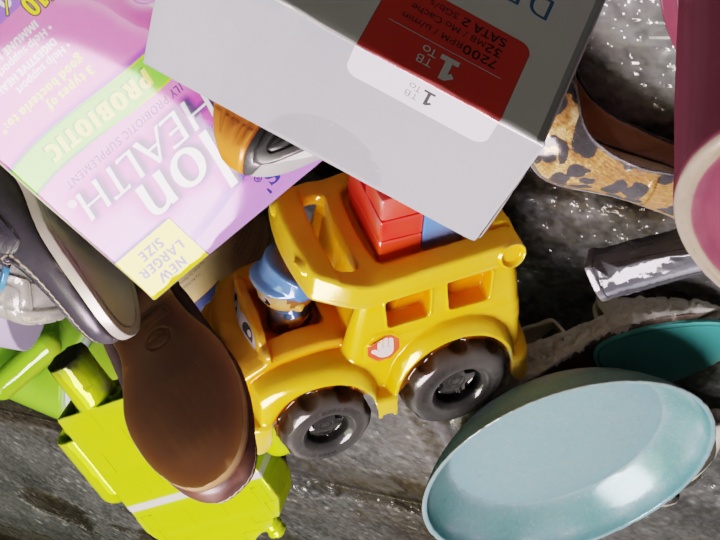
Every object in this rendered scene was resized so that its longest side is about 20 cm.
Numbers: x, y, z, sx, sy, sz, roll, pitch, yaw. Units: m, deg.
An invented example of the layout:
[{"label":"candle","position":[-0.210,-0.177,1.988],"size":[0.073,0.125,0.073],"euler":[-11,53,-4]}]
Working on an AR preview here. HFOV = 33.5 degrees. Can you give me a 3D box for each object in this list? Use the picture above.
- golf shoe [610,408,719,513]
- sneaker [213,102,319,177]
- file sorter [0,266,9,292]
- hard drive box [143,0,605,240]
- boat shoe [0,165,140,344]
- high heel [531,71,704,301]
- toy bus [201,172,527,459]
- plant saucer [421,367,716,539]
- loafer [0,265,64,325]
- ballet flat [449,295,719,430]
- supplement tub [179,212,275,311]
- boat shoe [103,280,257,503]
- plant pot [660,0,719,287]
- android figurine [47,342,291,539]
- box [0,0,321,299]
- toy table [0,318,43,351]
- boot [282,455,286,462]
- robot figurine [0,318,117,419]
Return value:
[{"label":"golf shoe","position":[0.168,0.086,0.863],"size":[0.199,0.077,0.088],"euler":[31,124,-5]},{"label":"sneaker","position":[0.006,-0.095,0.575],"size":[0.076,0.200,0.092],"euler":[38,149,15]},{"label":"file sorter","position":[-0.328,-0.053,0.743],"size":[0.199,0.124,0.138],"euler":[3,-175,-39]},{"label":"hard drive box","position":[0.026,-0.138,0.501],"size":[0.155,0.201,0.077],"euler":[27,149,-3]},{"label":"boat shoe","position":[-0.201,-0.034,0.681],"size":[0.063,0.073,0.200],"euler":[-36,91,13]},{"label":"high heel","position":[0.162,-0.079,0.638],"size":[0.142,0.072,0.200],"euler":[-17,121,25]},{"label":"toy bus","position":[0.000,0.000,0.721],"size":[0.199,0.136,0.193],"euler":[-16,141,-12]},{"label":"plant saucer","position":[0.133,0.122,0.789],"size":[0.199,0.036,0.201],"euler":[-10,139,-8]},{"label":"loafer","position":[-0.218,-0.006,0.930],"size":[0.070,0.070,0.200],"euler":[18,-169,13]},{"label":"ballet flat","position":[0.147,0.051,0.795],"size":[0.199,0.072,0.072],"euler":[-21,132,11]},{"label":"supplement tub","position":[-0.143,-0.019,0.848],"size":[0.144,0.145,0.200],"euler":[-3,138,38]},{"label":"boat shoe","position":[-0.106,0.061,0.702],"size":[0.200,0.070,0.070],"euler":[57,177,42]},{"label":"plant pot","position":[0.208,-0.080,0.474],"size":[0.199,0.180,0.200],"euler":[18,148,12]},{"label":"android figurine","position":[-0.126,0.125,0.840],"size":[0.181,0.041,0.200],"euler":[-21,117,28]},{"label":"box","position":[-0.118,-0.119,0.651],"size":[0.176,0.097,0.200],"euler":[-38,119,12]},{"label":"toy table","position":[-0.317,-0.029,0.953],"size":[0.116,0.184,0.201],"euler":[9,121,2]},{"label":"boot","position":[-0.064,0.130,0.965],"size":[0.186,0.200,0.064],"euler":[40,104,-19]},{"label":"robot figurine","position":[-0.272,0.076,1.103],"size":[0.199,0.116,0.175],"euler":[19,177,15]}]
